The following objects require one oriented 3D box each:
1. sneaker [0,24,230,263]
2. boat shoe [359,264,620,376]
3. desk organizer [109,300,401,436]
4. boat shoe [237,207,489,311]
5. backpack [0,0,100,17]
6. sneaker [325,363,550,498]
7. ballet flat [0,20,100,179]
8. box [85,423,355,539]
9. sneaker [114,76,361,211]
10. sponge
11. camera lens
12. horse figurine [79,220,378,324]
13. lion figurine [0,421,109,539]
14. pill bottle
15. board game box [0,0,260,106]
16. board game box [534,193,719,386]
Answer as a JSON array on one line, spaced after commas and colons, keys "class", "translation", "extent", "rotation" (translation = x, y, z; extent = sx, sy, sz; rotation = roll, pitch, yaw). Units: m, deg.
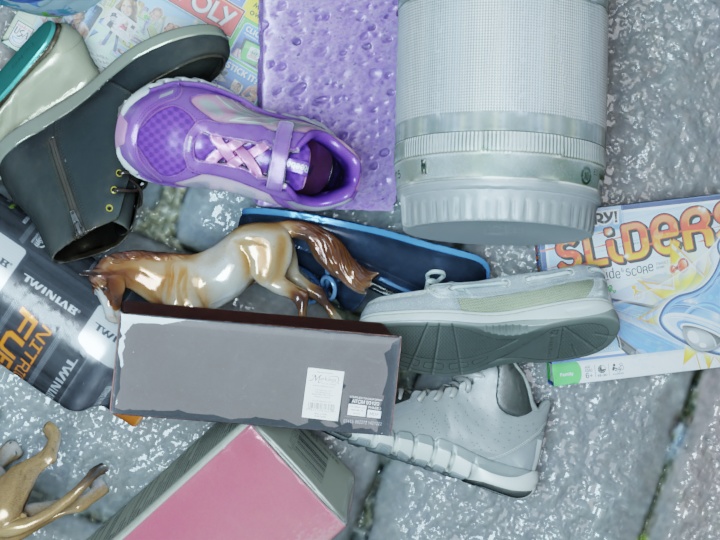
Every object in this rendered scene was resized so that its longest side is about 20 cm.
[{"class": "sneaker", "translation": [-0.165, -0.091, 1.589], "extent": [0.199, 0.075, 0.107], "rotation": [-34, 68, 4]}, {"class": "boat shoe", "translation": [0.094, 0.031, 1.623], "extent": [0.200, 0.075, 0.065], "rotation": [-5, 54, -7]}, {"class": "desk organizer", "translation": [-0.076, 0.067, 1.527], "extent": [0.198, 0.077, 0.072], "rotation": [5, 97, -7]}, {"class": "boat shoe", "translation": [0.000, 0.000, 1.644], "extent": [0.198, 0.084, 0.069], "rotation": [14, 90, -2]}, {"class": "backpack", "translation": [-0.259, -0.287, 1.567], "extent": [0.199, 0.147, 0.184], "rotation": [29, 90, 9]}, {"class": "sneaker", "translation": [0.056, 0.095, 1.662], "extent": [0.198, 0.075, 0.117], "rotation": [20, 84, -13]}, {"class": "ballet flat", "translation": [-0.276, -0.104, 1.624], "extent": [0.200, 0.069, 0.070], "rotation": [-39, 94, 13]}, {"class": "box", "translation": [-0.112, 0.197, 1.600], "extent": [0.200, 0.128, 0.109], "rotation": [-42, 96, 10]}, {"class": "sneaker", "translation": [-0.079, -0.086, 1.554], "extent": [0.199, 0.088, 0.081], "rotation": [11, 99, -33]}, {"class": "sponge", "translation": [-0.024, -0.148, 1.644], "extent": [0.110, 0.030, 0.202], "rotation": [0, 99, -15]}, {"class": "camera lens", "translation": [0.105, -0.127, 1.599], "extent": [0.158, 0.160, 0.202], "rotation": [2, 84, -4]}, {"class": "horse figurine", "translation": [-0.090, 0.018, 1.583], "extent": [0.199, 0.050, 0.133], "rotation": [-25, 92, -6]}, {"class": "lion figurine", "translation": [-0.282, 0.163, 1.594], "extent": [0.122, 0.199, 0.073], "rotation": [-40, 117, -32]}, {"class": "pill bottle", "translation": [-0.230, 0.034, 1.615], "extent": [0.199, 0.106, 0.107], "rotation": [34, 89, -4]}, {"class": "board game box", "translation": [-0.157, -0.182, 1.654], "extent": [0.199, 0.029, 0.135], "rotation": [30, 90, -4]}, {"class": "board game box", "translation": [0.239, 0.012, 1.685], "extent": [0.198, 0.034, 0.137], "rotation": [-7, 92, -4]}]
